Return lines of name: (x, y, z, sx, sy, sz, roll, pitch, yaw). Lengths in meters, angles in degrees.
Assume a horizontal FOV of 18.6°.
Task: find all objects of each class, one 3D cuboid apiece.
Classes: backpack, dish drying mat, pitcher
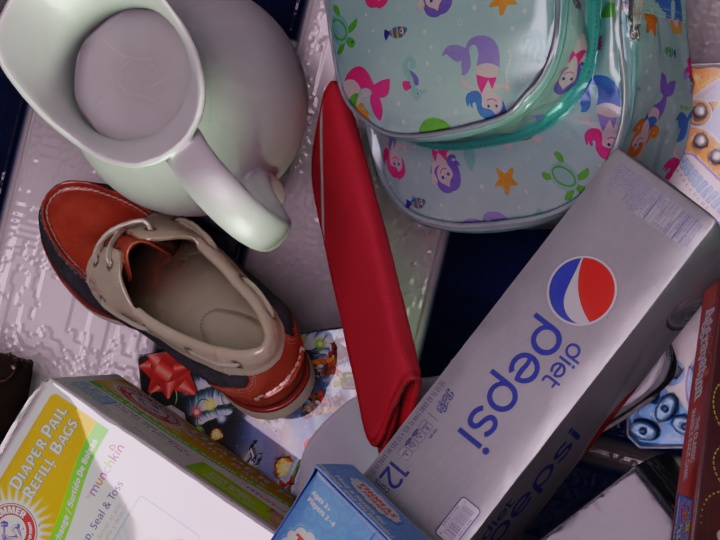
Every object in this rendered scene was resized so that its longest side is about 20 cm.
backpack: (0.074, -0.118, 1.101, 0.177, 0.150, 0.201, -5, 94, 35)
dish drying mat: (0.000, 0.000, 1.102, 0.018, 0.077, 0.201, -1, 48, -13)
pitcher: (-0.081, -0.072, 1.107, 0.121, 0.200, 0.172, -41, 80, 8)

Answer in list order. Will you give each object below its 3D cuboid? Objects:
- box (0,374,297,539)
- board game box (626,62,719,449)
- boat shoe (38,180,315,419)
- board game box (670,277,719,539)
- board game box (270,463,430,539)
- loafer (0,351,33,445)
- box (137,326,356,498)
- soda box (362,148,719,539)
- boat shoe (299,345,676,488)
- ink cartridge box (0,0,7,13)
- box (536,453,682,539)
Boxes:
box: (-0.088, 0.146, 1.101, 0.199, 0.112, 0.102, 33, 95, 10)
board game box: (0.233, -0.009, 1.122, 0.199, 0.026, 0.201, -1, 87, 13)
boat shoe: (-0.104, 0.005, 1.155, 0.200, 0.063, 0.071, 37, 80, 31)
board game box: (0.189, 0.100, 0.980, 0.103, 0.201, 0.019, 29, 136, -14)
board game box: (-0.014, 0.212, 0.977, 0.151, 0.037, 0.201, 42, 109, 29)
loafer: (-0.262, 0.033, 1.216, 0.199, 0.073, 0.072, 31, 84, 7)
box: (-0.039, 0.135, 1.169, 0.136, 0.040, 0.201, -9, 85, 13)
soda box: (0.091, 0.046, 1.041, 0.063, 0.068, 0.200, 38, 88, 23)
boat shoe: (0.066, 0.076, 1.115, 0.199, 0.068, 0.074, -30, 70, 8)
ink cartridge box: (-0.248, -0.177, 1.219, 0.116, 0.067, 0.200, 45, 97, 10)
box: (0.154, 0.200, 1.040, 0.117, 0.200, 0.197, -39, 80, 8)
